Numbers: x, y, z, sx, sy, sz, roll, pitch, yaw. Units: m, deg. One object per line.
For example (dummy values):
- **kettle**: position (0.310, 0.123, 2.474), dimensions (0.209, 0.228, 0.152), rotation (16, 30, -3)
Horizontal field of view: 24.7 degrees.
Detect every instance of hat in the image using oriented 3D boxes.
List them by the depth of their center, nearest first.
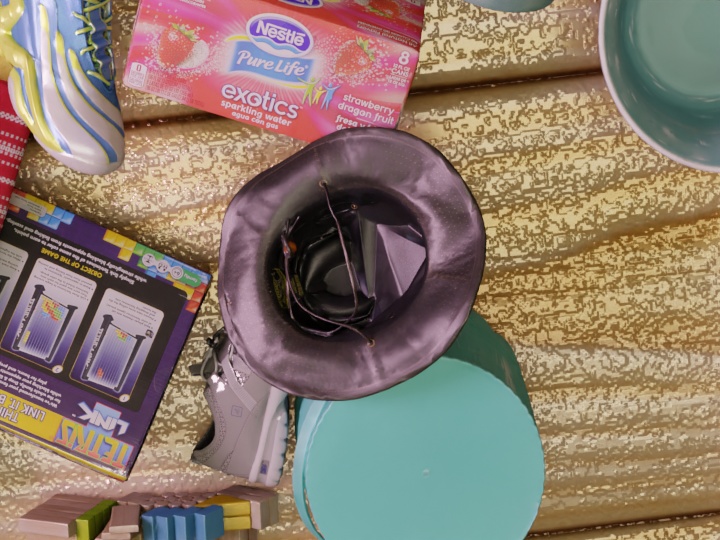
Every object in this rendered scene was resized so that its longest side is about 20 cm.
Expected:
- **hat**: position (0.000, 0.000, 1.168), dimensions (0.198, 0.081, 0.203), rotation (-2, 82, 16)

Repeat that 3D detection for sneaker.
- **sneaker**: position (-0.206, -0.170, 1.148), dimensions (0.105, 0.075, 0.201), rotation (-43, 70, 43)
- **sneaker**: position (-0.090, 0.068, 1.247), dimensions (0.081, 0.075, 0.203), rotation (5, 102, -4)

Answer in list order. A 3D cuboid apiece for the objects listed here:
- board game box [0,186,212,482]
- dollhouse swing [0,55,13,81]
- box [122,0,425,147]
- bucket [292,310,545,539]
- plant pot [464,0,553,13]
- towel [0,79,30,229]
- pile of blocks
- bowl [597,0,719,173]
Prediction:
- **board game box**: position (-0.231, 0.042, 1.220), dimensions (0.198, 0.057, 0.167), rotation (24, 78, -6)
- **dollhouse swing**: position (-0.359, -0.147, 1.155), dimensions (0.199, 0.182, 0.177), rotation (-35, 81, 5)
- **box**: position (-0.059, -0.164, 1.176), dimensions (0.198, 0.100, 0.096), rotation (17, 121, -5)
- **bucket**: position (0.043, 0.133, 1.235), dimensions (0.204, 0.135, 0.210), rotation (0, 100, -2)
- **plant pot**: position (0.104, -0.266, 1.139), dimensions (0.198, 0.201, 0.135), rotation (18, 128, -5)
- **towel**: position (-0.315, -0.055, 1.144), dimensions (0.143, 0.022, 0.202), rotation (19, 86, -32)
- **pile of blocks**: position (-0.161, 0.212, 1.272), dimensions (0.197, 0.082, 0.063), rotation (-3, 102, -2)
- **bowl**: position (0.262, -0.179, 1.191), dimensions (0.198, 0.105, 0.204), rotation (0, 102, -1)
